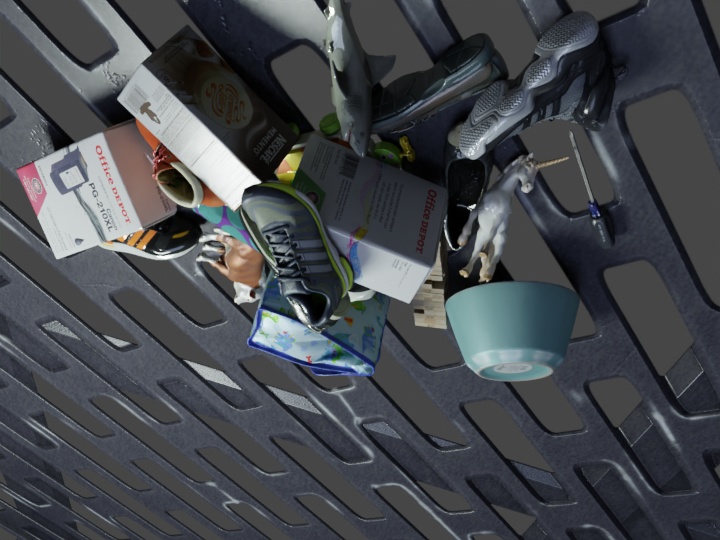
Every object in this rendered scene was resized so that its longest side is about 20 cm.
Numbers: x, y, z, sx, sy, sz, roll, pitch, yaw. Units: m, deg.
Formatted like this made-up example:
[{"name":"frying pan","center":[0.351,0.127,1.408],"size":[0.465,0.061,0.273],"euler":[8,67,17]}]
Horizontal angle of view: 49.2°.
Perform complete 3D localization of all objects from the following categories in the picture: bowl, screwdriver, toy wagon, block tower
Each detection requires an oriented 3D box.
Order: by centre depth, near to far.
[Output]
[{"name":"screwdriver","center":[0.293,-0.103,1.016],"size":[0.029,0.028,0.201],"euler":[17,149,49]},{"name":"toy wagon","center":[-0.021,-0.140,1.073],"size":[0.196,0.040,0.156],"euler":[-8,134,27]},{"name":"bowl","center":[0.224,0.098,1.151],"size":[0.196,0.107,0.201],"euler":[0,159,0]},{"name":"block tower","center":[0.102,0.001,1.179],"size":[0.056,0.055,0.202],"euler":[5,138,13]}]

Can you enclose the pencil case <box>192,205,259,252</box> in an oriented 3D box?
[{"name":"pencil case","center":[-0.140,-0.073,1.118],"size":[0.198,0.092,0.086],"euler":[31,104,12]}]

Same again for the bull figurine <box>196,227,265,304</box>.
[{"name":"bull figurine","center":[-0.195,-0.023,1.246],"size":[0.119,0.066,0.201],"euler":[21,143,-5]}]

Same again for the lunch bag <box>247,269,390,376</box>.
[{"name":"lunch bag","center":[-0.054,0.058,1.207],"size":[0.196,0.172,0.128],"euler":[19,141,-5]}]

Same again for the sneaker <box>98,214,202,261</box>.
[{"name":"sneaker","center":[-0.348,-0.074,1.240],"size":[0.195,0.071,0.091],"euler":[6,142,16]}]

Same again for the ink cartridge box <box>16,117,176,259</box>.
[{"name":"ink cartridge box","center":[-0.386,-0.117,1.152],"size":[0.197,0.084,0.148],"euler":[-14,104,31]}]

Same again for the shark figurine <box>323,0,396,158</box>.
[{"name":"shark figurine","center":[0.000,-0.259,0.923],"size":[0.087,0.129,0.219],"euler":[-10,120,-6]}]

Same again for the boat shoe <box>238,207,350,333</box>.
[{"name":"boat shoe","center":[-0.097,-0.007,1.030],"size":[0.201,0.072,0.068],"euler":[52,138,3]}]

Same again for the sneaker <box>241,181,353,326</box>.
[{"name":"sneaker","center":[-0.073,-0.018,0.908],"size":[0.073,0.082,0.201],"euler":[-14,130,30]}]

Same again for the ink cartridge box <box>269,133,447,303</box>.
[{"name":"ink cartridge box","center":[0.001,-0.066,1.005],"size":[0.196,0.147,0.085],"euler":[21,140,-6]}]

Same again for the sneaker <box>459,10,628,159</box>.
[{"name":"sneaker","center":[0.210,-0.180,0.885],"size":[0.113,0.076,0.200],"euler":[34,113,-27]}]

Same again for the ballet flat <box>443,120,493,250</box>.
[{"name":"ballet flat","center":[0.140,-0.109,1.037],"size":[0.065,0.058,0.202],"euler":[5,139,11]}]

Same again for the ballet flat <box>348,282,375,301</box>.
[{"name":"ballet flat","center":[0.000,0.000,1.110],"size":[0.066,0.201,0.070],"euler":[-5,110,2]}]

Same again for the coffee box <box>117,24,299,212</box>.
[{"name":"coffee box","center":[-0.187,-0.190,0.991],"size":[0.200,0.115,0.079],"euler":[44,134,-14]}]

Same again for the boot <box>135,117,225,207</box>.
[{"name":"boot","center":[-0.247,-0.158,1.043],"size":[0.199,0.107,0.076],"euler":[42,124,16]}]

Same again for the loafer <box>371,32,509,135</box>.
[{"name":"loafer","center":[0.085,-0.205,0.942],"size":[0.198,0.073,0.063],"euler":[-24,132,36]}]

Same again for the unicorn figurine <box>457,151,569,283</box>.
[{"name":"unicorn figurine","center":[0.180,-0.069,1.034],"size":[0.073,0.139,0.200],"euler":[29,160,3]}]
